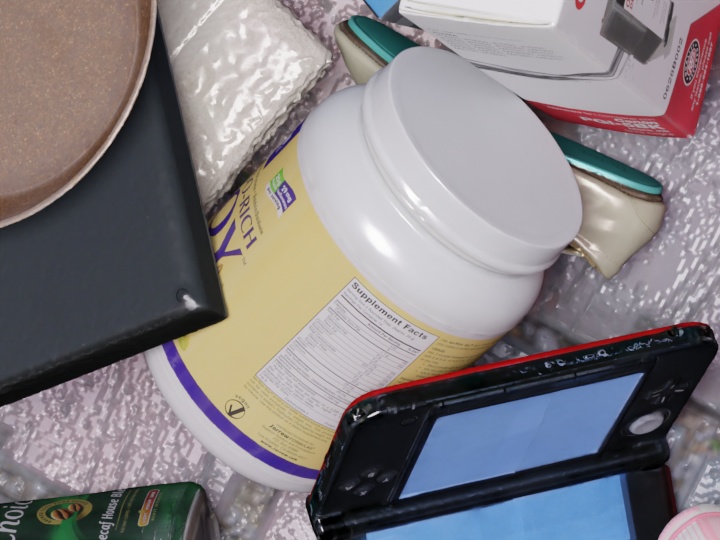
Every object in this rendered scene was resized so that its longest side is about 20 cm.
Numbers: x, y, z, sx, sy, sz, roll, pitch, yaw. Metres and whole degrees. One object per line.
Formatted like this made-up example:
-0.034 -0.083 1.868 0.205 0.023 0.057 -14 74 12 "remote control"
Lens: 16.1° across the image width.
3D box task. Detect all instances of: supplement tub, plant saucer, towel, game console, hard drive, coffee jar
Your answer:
0.000 0.000 1.264 0.146 0.145 0.200 49 121 6 "supplement tub"
-0.179 -0.112 1.253 0.199 0.037 0.202 -6 77 24 "plant saucer"
-0.121 -0.078 1.317 0.132 0.034 0.200 42 97 6 "towel"
0.086 0.129 1.262 0.199 0.173 0.119 -11 62 -20 "game console"
-0.151 -0.048 1.264 0.139 0.033 0.201 -21 70 20 "hard drive"
-0.176 0.166 1.338 0.198 0.104 0.086 -5 115 8 "coffee jar"

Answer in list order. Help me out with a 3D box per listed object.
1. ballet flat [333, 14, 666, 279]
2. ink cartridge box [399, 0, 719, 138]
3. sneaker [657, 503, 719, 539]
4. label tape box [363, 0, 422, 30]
0.062 -0.059 1.329 0.199 0.069 0.070 30 94 7 "ballet flat"
0.107 -0.159 1.206 0.082 0.200 0.148 11 84 27 "ink cartridge box"
0.235 0.198 1.257 0.200 0.105 0.076 37 95 -14 "sneaker"
-0.008 -0.196 1.267 0.066 0.200 0.144 -40 85 12 "label tape box"
